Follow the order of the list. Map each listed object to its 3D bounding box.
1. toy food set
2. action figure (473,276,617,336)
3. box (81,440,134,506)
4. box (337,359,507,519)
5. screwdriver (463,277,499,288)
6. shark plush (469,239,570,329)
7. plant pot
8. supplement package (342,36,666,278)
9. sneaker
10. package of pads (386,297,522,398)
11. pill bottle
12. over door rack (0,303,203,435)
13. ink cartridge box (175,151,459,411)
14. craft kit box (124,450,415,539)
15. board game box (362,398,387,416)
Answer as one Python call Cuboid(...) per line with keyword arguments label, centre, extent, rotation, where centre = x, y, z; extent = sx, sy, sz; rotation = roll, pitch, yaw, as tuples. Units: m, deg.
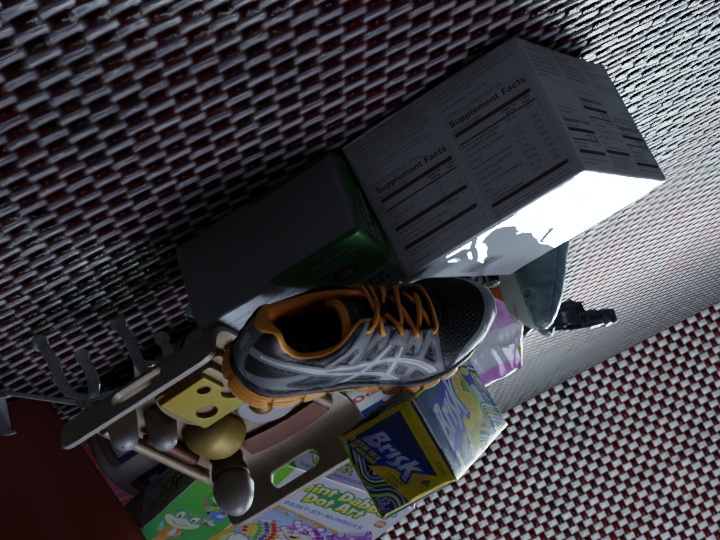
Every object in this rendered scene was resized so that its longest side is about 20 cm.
Cuboid(label="toy food set", centre=(-0.103, 0.124, 1.288), extent=(0.143, 0.060, 0.200), rotation=(-33, 142, 21))
Cuboid(label="action figure", centre=(0.177, 0.027, 1.927), extent=(0.200, 0.105, 0.193), rotation=(-6, -173, 33))
Cuboid(label="box", centre=(-0.328, 0.225, 1.638), extent=(0.200, 0.095, 0.103), rotation=(-17, 165, -43))
Cuboid(label="box", centre=(0.050, 0.120, 1.297), extent=(0.064, 0.070, 0.200), rotation=(-31, 178, 17))
Cuboid(label="screwdriver", centre=(0.092, 0.018, 1.385), extent=(0.028, 0.029, 0.200), rotation=(-31, -174, -8))
Cuboid(label="shark plush", centre=(0.174, -0.041, 1.467), extent=(0.200, 0.091, 0.083), rotation=(-57, -160, -14))
Cuboid(label="plant pot", centre=(-0.295, 0.217, 1.477), extent=(0.200, 0.177, 0.200), rotation=(-26, 168, -6))
Cuboid(label="supplement package", centre=(0.111, -0.078, 1.292), extent=(0.156, 0.111, 0.200), rotation=(-31, 167, 23))
Cuboid(label="sneaker", centre=(0.006, 0.041, 1.193), extent=(0.200, 0.078, 0.077), rotation=(-15, 151, -21))
Cuboid(label="package of pads", centre=(0.040, 0.052, 1.537), extent=(0.120, 0.076, 0.200), rotation=(-21, -152, -30))
Cuboid(label="pill bottle", centre=(-0.141, 0.113, 1.545), extent=(0.200, 0.111, 0.111), rotation=(-34, 167, 27))
Cuboid(label="over door rack", centre=(-0.195, 0.073, 1.368), extent=(0.148, 0.067, 0.200), rotation=(-11, 174, -34))
Cuboid(label="ink cartridge box", centre=(-0.019, 0.019, 1.308), extent=(0.147, 0.083, 0.200), rotation=(-32, 142, 16))
Cuboid(label="craft kit box", centre=(-0.089, 0.218, 1.557), extent=(0.200, 0.049, 0.198), rotation=(23, 129, -31))
Cuboid(label="board game box", centre=(-0.011, 0.124, 1.662), extent=(0.200, 0.200, 0.062), rotation=(-26, 167, -4))
